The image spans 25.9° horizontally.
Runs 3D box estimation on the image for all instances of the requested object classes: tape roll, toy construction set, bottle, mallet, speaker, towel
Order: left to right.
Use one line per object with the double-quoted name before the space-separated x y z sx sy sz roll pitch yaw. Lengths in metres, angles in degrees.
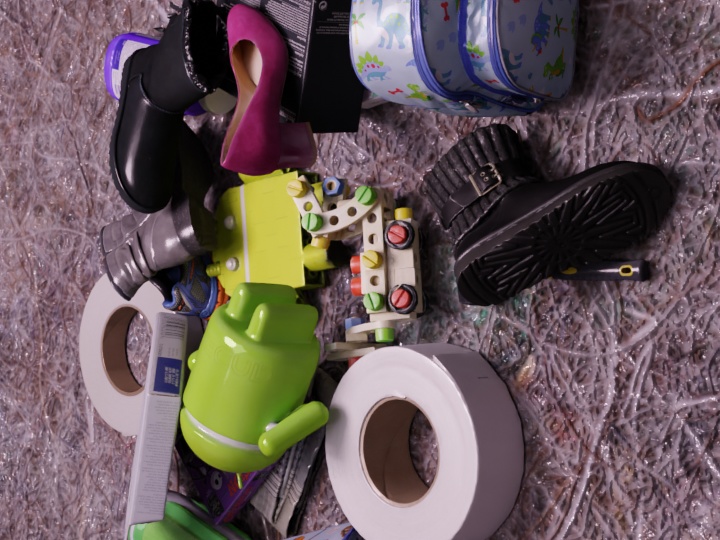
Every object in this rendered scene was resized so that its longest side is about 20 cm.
"tape roll" -0.259 0.093 1.832 0.202 0.037 0.204 0 91 44
"bottle" -0.211 -0.215 1.749 0.200 0.065 0.084 20 109 47
"speaker" -0.171 0.314 1.717 0.200 0.088 0.089 26 109 41
"towel" -0.112 0.160 1.689 0.200 0.034 0.193 34 114 38
"toy construction set" 0.000 0.000 1.534 0.131 0.092 0.201 -6 94 20
"tape roll" 0.059 0.169 1.494 0.202 0.071 0.203 1 91 45
"mallet" 0.168 0.010 1.410 0.199 0.041 0.066 9 96 40

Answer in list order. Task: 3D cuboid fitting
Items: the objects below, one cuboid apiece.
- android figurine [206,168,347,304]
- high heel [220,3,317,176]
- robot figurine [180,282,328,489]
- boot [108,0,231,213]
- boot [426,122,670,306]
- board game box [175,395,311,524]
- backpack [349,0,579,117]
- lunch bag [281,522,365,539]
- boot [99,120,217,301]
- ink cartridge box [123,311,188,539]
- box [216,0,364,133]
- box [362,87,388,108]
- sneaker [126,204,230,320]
"android figurine" -0.097 -0.035 1.663 0.199 0.041 0.183 -8 82 43
"high heel" -0.116 -0.175 1.493 0.067 0.096 0.201 -47 55 49
"robot figurine" -0.111 0.112 1.548 0.175 0.115 0.201 39 117 44
"boot" -0.191 -0.174 1.608 0.162 0.073 0.199 -25 60 52
"boot" 0.159 -0.074 1.386 0.210 0.080 0.158 -24 40 13
"board game box" -0.129 0.166 1.673 0.120 0.032 0.200 54 128 25
"backpack" 0.095 -0.228 1.359 0.147 0.200 0.184 6 94 42
"lunch bag" -0.035 0.371 1.558 0.170 0.124 0.201 -20 98 42
"boot" -0.230 -0.071 1.715 0.131 0.070 0.201 -27 42 20
"ink cartridge box" -0.217 0.175 1.667 0.197 0.043 0.201 -101 20 -66
"box" -0.073 -0.232 1.579 0.200 0.079 0.142 35 119 51
"box" 0.037 -0.271 1.531 0.144 0.036 0.201 -10 85 45
"sneaker" -0.218 -0.030 1.759 0.075 0.078 0.200 -53 57 31
